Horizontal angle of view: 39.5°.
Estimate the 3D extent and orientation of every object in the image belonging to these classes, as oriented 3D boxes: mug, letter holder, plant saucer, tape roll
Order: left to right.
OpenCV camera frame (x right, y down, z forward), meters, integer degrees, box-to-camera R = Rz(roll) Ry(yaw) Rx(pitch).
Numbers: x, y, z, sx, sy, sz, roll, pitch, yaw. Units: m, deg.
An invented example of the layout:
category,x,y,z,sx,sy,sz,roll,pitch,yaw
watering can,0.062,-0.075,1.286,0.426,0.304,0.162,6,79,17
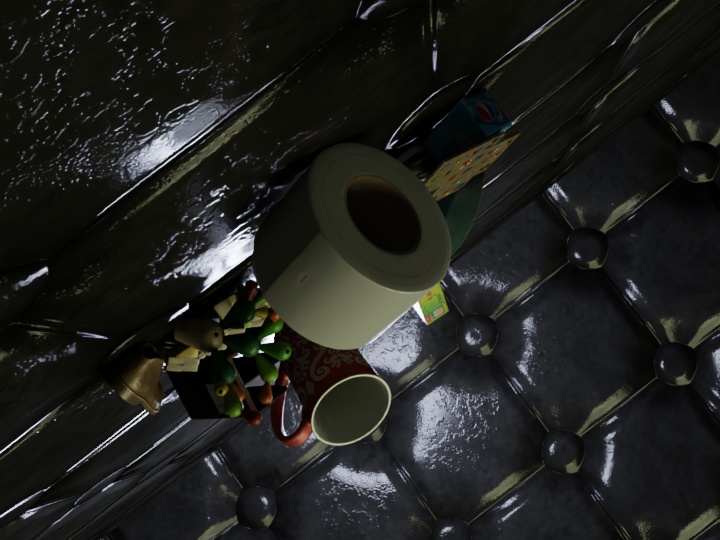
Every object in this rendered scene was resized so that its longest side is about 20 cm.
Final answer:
category,x,y,z,sx,sy,sz,roll,pitch,yaw
letter holder,-0.190,0.152,1.573,0.141,0.102,0.199,-34,-167,-36
mug,-0.072,0.161,1.550,0.175,0.201,0.135,-20,130,-15
tape roll,-0.010,-0.028,1.182,0.202,0.204,0.139,-29,170,-47
plant saucer,0.135,-0.115,1.625,0.200,0.035,0.203,-163,-91,-71

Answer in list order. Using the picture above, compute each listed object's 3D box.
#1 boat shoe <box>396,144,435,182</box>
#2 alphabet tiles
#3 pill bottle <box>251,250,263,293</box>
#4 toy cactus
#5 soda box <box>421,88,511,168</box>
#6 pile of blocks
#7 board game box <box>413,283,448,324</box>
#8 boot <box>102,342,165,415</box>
category,x,y,z,sx,sy,sz,roll,pitch,yaw
boat shoe,0.032,-0.100,1.477,0.199,0.063,0.073,-40,172,20
alphabet tiles,0.144,-0.143,1.444,0.199,0.008,0.167,-29,168,-37
pill bottle,-0.042,-0.031,1.355,0.199,0.115,0.114,-31,170,-43
toy cactus,-0.176,0.099,1.367,0.102,0.162,0.203,73,29,-76
soda box,0.132,-0.175,1.477,0.064,0.068,0.200,-30,169,-39
pile of blocks,-0.205,0.070,1.454,0.198,0.083,0.062,-30,-147,-3
board game box,0.086,-0.008,1.670,0.047,0.102,0.201,-31,141,-6
boot,-0.302,0.153,1.429,0.076,0.074,0.200,-46,172,-9
